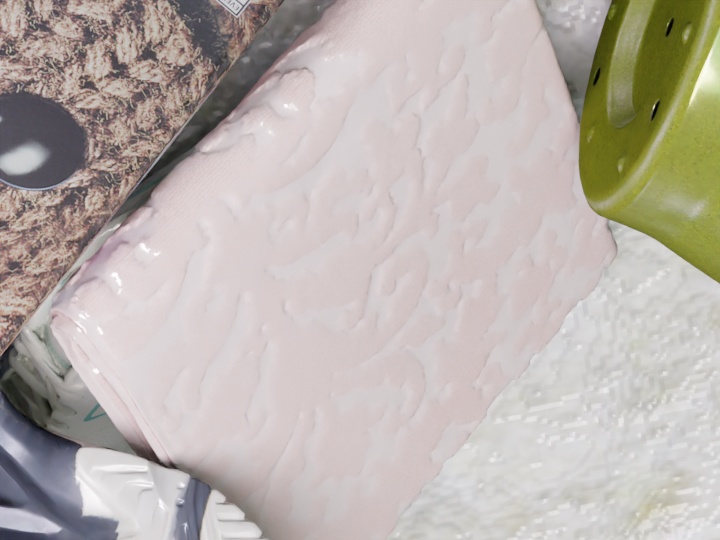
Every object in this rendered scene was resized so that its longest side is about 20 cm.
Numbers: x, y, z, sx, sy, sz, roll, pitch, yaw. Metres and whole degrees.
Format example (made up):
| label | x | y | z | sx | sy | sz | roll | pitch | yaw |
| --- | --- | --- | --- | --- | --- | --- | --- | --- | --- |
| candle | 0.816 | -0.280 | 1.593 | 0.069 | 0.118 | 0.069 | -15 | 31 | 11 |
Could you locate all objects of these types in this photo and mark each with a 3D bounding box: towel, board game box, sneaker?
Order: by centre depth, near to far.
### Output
| label | x | y | z | sx | sy | sz | roll | pitch | yaw |
| --- | --- | --- | --- | --- | --- | --- | --- | --- | --- |
| board game box | -0.142 | -0.056 | 0.779 | 0.159 | 0.200 | 0.097 | 39 | 141 | -5 |
| sneaker | -0.103 | 0.106 | 0.856 | 0.198 | 0.130 | 0.080 | 29 | 65 | -7 |
| towel | 0.000 | 0.000 | 0.882 | 0.200 | 0.032 | 0.192 | -49 | 142 | -19 |
| sneaker | -0.094 | 0.021 | 0.916 | 0.071 | 0.080 | 0.200 | 49 | 118 | 11 |

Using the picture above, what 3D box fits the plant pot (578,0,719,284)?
| label | x | y | z | sx | sy | sz | roll | pitch | yaw |
| --- | --- | --- | --- | --- | --- | --- | --- | --- | --- |
| plant pot | 0.181 | -0.052 | 0.878 | 0.191 | 0.201 | 0.202 | 17 | 108 | -10 |
